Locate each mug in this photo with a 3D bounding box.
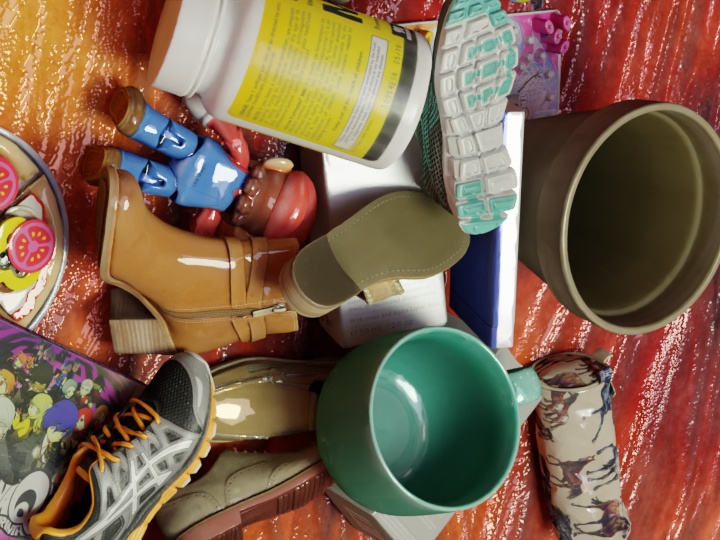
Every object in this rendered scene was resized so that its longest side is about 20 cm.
[{"bbox_3d":[0.052,0.132,1.446,0.185,0.114,0.153,22,69,-30],"label":"mug"}]

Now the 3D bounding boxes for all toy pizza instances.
[{"bbox_3d":[-0.307,-0.014,1.301,0.200,0.032,0.201,-11,110,-33],"label":"toy pizza"}]

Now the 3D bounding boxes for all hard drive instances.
[{"bbox_3d":[0.106,-0.049,1.492,0.025,0.132,0.201,-2,106,-13],"label":"hard drive"}]

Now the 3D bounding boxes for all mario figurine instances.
[{"bbox_3d":[-0.126,-0.073,1.402,0.200,0.106,0.123,25,131,-29],"label":"mario figurine"}]

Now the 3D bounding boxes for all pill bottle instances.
[{"bbox_3d":[-0.056,-0.158,1.338,0.199,0.114,0.115,16,94,-17],"label":"pill bottle"}]

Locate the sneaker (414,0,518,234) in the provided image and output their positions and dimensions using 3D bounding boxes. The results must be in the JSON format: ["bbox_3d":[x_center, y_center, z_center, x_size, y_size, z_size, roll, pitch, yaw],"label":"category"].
[{"bbox_3d":[0.073,-0.132,1.387,0.077,0.091,0.201,-14,116,-30],"label":"sneaker"}]

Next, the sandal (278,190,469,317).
[{"bbox_3d":[-0.003,-0.005,1.405,0.211,0.070,0.078,-24,82,-47],"label":"sandal"}]

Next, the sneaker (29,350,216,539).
[{"bbox_3d":[-0.184,0.149,1.358,0.077,0.078,0.200,35,83,-43],"label":"sneaker"}]

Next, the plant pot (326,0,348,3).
[{"bbox_3d":[-0.048,-0.301,1.318,0.183,0.200,0.201,28,86,-48],"label":"plant pot"}]

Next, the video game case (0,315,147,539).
[{"bbox_3d":[-0.271,0.139,1.348,0.200,0.036,0.182,32,84,-47],"label":"video game case"}]

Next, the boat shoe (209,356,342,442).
[{"bbox_3d":[-0.062,0.111,1.484,0.199,0.076,0.072,-10,109,-33],"label":"boat shoe"}]

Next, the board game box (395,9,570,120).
[{"bbox_3d":[0.108,-0.128,1.568,0.199,0.026,0.201,-10,109,-33],"label":"board game box"}]

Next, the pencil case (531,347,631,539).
[{"bbox_3d":[0.220,0.179,1.704,0.089,0.078,0.201,-16,113,-15],"label":"pencil case"}]

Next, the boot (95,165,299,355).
[{"bbox_3d":[-0.124,-0.013,1.349,0.154,0.074,0.200,-5,141,-3],"label":"boot"}]

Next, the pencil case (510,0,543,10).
[{"bbox_3d":[0.077,-0.276,1.468,0.199,0.088,0.089,7,99,-36],"label":"pencil case"}]

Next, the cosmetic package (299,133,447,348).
[{"bbox_3d":[0.010,-0.046,1.477,0.101,0.074,0.201,-13,110,-17],"label":"cosmetic package"}]

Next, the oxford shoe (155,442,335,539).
[{"bbox_3d":[-0.085,0.173,1.480,0.200,0.075,0.071,-26,157,-23],"label":"oxford shoe"}]

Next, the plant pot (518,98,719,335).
[{"bbox_3d":[0.197,-0.062,1.525,0.199,0.173,0.201,-12,110,-33],"label":"plant pot"}]

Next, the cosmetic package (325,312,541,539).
[{"bbox_3d":[0.064,0.150,1.571,0.200,0.090,0.107,-52,138,-16],"label":"cosmetic package"}]
